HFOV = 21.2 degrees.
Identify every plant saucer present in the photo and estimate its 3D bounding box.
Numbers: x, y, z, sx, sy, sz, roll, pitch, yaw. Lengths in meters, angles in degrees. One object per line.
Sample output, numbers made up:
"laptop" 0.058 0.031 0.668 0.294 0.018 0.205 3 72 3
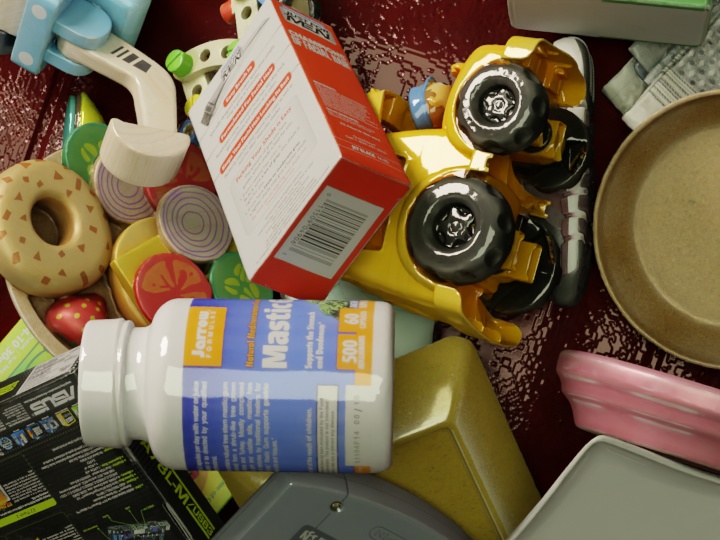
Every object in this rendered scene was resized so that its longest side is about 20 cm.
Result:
"plant saucer" 0.225 0.106 1.313 0.200 0.201 0.051 17 87 8
"plant saucer" 0.019 0.163 1.351 0.199 0.049 0.200 -22 126 5
"plant saucer" 0.267 -0.031 1.376 0.199 0.035 0.201 2 99 14

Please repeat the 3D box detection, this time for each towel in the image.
"towel" 0.304 -0.133 1.406 0.200 0.035 0.193 45 92 9

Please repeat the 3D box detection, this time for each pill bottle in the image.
"pill bottle" -0.078 0.074 1.245 0.199 0.112 0.113 1 86 1

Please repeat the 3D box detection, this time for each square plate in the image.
"square plate" 0.178 0.196 1.316 0.199 0.029 0.198 20 124 -28

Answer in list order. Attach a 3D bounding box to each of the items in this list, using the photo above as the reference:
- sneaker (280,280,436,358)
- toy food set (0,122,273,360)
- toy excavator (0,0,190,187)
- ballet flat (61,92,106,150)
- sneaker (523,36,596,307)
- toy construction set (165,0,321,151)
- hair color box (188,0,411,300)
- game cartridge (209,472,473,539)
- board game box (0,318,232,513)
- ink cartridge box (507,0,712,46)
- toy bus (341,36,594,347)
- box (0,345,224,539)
"sneaker" 0.000 0.000 1.422 0.118 0.074 0.201 -7 77 -8
"toy food set" -0.164 -0.011 1.381 0.198 0.049 0.200 -34 88 -38
"toy excavator" -0.189 -0.171 1.401 0.199 0.100 0.195 28 46 0
"ballet flat" -0.201 -0.031 1.454 0.067 0.067 0.201 8 89 -13
"sneaker" 0.113 -0.071 1.413 0.115 0.076 0.201 -1 75 12
"toy construction set" -0.100 -0.199 1.441 0.131 0.092 0.201 -24 74 30
"hair color box" -0.045 -0.083 1.307 0.111 0.064 0.200 -52 37 24
"game cartridge" -0.004 0.206 1.325 0.200 0.042 0.133 32 109 -29
"board game box" -0.182 0.112 1.406 0.200 0.048 0.102 41 89 -6
"ink cartridge box" 0.189 -0.275 1.393 0.146 0.083 0.201 7 78 8
"toy bus" 0.047 -0.066 1.333 0.191 0.136 0.201 14 84 28
"box" -0.215 0.167 1.366 0.199 0.048 0.193 -24 111 28
